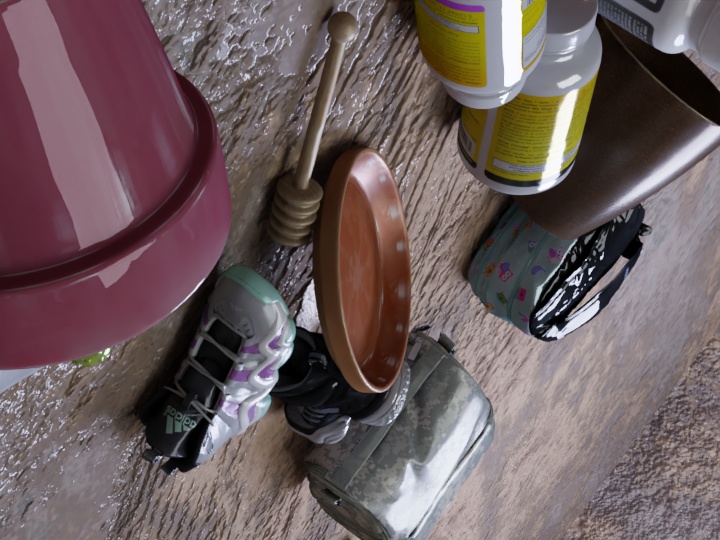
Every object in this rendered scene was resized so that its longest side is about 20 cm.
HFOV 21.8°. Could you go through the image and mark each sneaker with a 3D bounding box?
[{"bbox_3d":[-0.123,0.095,1.461,0.140,0.077,0.201,-44,158,-34],"label":"sneaker"},{"bbox_3d":[-0.045,0.098,1.671,0.200,0.113,0.076,-21,-130,60],"label":"sneaker"}]

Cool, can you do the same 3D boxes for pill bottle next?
[{"bbox_3d":[0.255,-0.259,1.614,0.116,0.199,0.116,-47,160,-23],"label":"pill bottle"},{"bbox_3d":[0.150,-0.168,1.641,0.112,0.112,0.201,-44,159,-30],"label":"pill bottle"},{"bbox_3d":[0.093,-0.206,1.454,0.104,0.104,0.200,-50,161,-16],"label":"pill bottle"}]

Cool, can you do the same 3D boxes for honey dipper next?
[{"bbox_3d":[-0.034,-0.108,1.417,0.038,0.038,0.201,-33,147,-48],"label":"honey dipper"}]

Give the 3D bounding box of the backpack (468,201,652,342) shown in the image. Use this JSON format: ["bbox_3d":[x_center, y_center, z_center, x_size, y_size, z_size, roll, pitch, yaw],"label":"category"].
[{"bbox_3d":[0.213,-0.024,2.022,0.200,0.126,0.167,-52,150,-8],"label":"backpack"}]

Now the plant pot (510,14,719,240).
[{"bbox_3d":[0.243,-0.133,1.874,0.200,0.187,0.187,-49,165,22],"label":"plant pot"}]

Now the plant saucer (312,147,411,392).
[{"bbox_3d":[0.000,0.000,1.544,0.200,0.032,0.202,-2,90,-71],"label":"plant saucer"}]

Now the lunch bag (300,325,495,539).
[{"bbox_3d":[0.038,0.169,1.886,0.200,0.139,0.168,-52,162,-12],"label":"lunch bag"}]

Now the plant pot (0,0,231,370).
[{"bbox_3d":[-0.172,-0.084,0.899,0.200,0.199,0.180,-43,141,-33],"label":"plant pot"}]

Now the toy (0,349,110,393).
[{"bbox_3d":[-0.177,0.024,1.256,0.200,0.047,0.116,-38,153,-44],"label":"toy"}]
